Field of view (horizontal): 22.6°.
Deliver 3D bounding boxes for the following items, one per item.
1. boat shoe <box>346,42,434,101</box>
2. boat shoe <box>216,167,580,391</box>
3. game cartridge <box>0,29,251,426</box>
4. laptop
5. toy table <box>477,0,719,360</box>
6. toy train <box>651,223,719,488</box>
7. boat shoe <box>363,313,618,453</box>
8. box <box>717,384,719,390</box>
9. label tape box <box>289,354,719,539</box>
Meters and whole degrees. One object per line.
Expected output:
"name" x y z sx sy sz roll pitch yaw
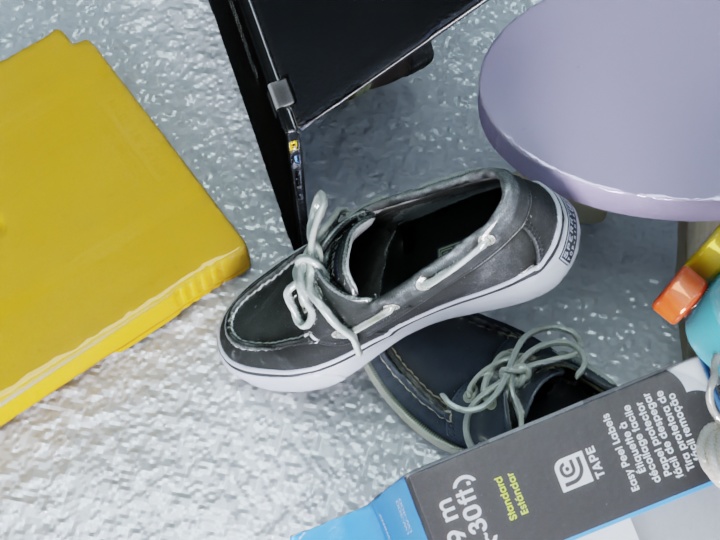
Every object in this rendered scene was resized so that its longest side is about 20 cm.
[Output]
"boat shoe" -0.017 -0.176 0.966 0.066 0.072 0.202 -10 58 -18
"boat shoe" 0.000 0.003 0.821 0.199 0.068 0.074 -15 63 36
"game cartridge" -0.184 -0.015 0.916 0.199 0.032 0.177 -32 65 -14
"laptop" -0.008 -0.141 0.871 0.115 0.200 0.188 -16 63 -7
"toy table" 0.157 -0.062 0.863 0.199 0.117 0.185 8 63 7
"toy train" 0.218 0.035 0.735 0.199 0.056 0.151 3 52 -28
"boat shoe" 0.083 0.067 0.832 0.200 0.062 0.075 37 72 21
"box" 0.238 0.129 0.784 0.100 0.075 0.201 -22 65 -7
"label tape box" 0.079 0.140 0.755 0.199 0.066 0.144 -23 79 6
